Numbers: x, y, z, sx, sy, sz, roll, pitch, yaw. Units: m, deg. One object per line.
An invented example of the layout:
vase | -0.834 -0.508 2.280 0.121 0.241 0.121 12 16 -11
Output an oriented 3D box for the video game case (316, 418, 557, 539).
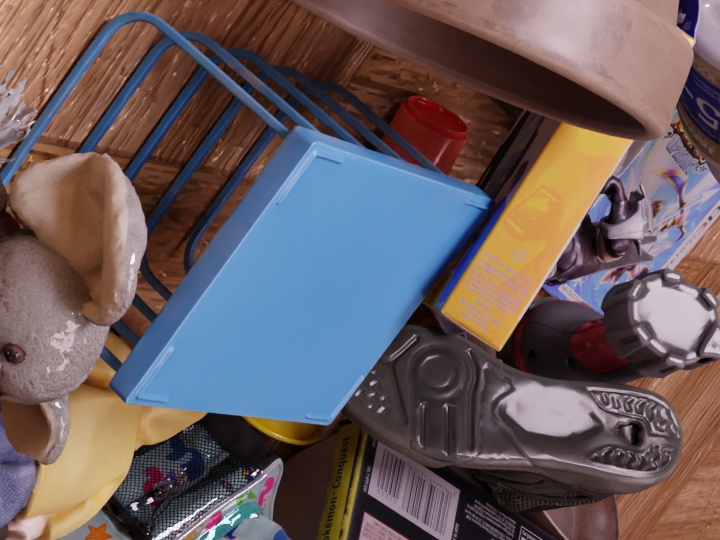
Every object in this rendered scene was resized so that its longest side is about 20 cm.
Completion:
video game case | 0.044 0.203 1.424 0.200 0.025 0.181 35 54 -36

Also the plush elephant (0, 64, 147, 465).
plush elephant | -0.167 0.007 0.993 0.200 0.155 0.165 -29 150 -37

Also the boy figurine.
boy figurine | -0.148 0.072 1.244 0.200 0.064 0.125 -26 128 -48

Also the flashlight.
flashlight | 0.135 0.036 1.443 0.067 0.068 0.200 -14 174 -16

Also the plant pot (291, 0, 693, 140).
plant pot | 0.074 -0.173 1.137 0.175 0.200 0.200 -67 156 0

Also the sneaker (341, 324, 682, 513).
sneaker | 0.065 0.088 1.418 0.114 0.199 0.077 135 -36 -64

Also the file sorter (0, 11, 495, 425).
file sorter | -0.057 -0.024 1.183 0.139 0.123 0.200 -54 157 11

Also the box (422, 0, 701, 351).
box | 0.098 -0.059 1.276 0.200 0.041 0.119 -59 -172 0

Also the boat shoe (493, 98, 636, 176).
boat shoe | 0.123 -0.098 1.460 0.068 0.075 0.200 -48 167 -4

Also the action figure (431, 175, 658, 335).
action figure | 0.097 -0.017 1.442 0.130 0.070 0.200 -19 179 19

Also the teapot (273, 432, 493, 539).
teapot | 0.006 0.163 1.571 0.200 0.147 0.197 -28 145 27

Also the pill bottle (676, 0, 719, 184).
pill bottle | 0.233 -0.116 1.431 0.120 0.120 0.200 -44 157 -11

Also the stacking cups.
stacking cups | 0.000 0.000 1.402 0.060 0.060 0.200 -4 130 -59

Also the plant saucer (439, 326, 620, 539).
plant saucer | 0.099 0.092 1.579 0.032 0.201 0.200 -25 163 18

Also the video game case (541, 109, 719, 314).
video game case | 0.180 -0.052 1.657 0.181 0.045 0.200 -51 157 2

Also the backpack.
backpack | -0.131 0.178 1.349 0.200 0.151 0.178 -28 151 -29
